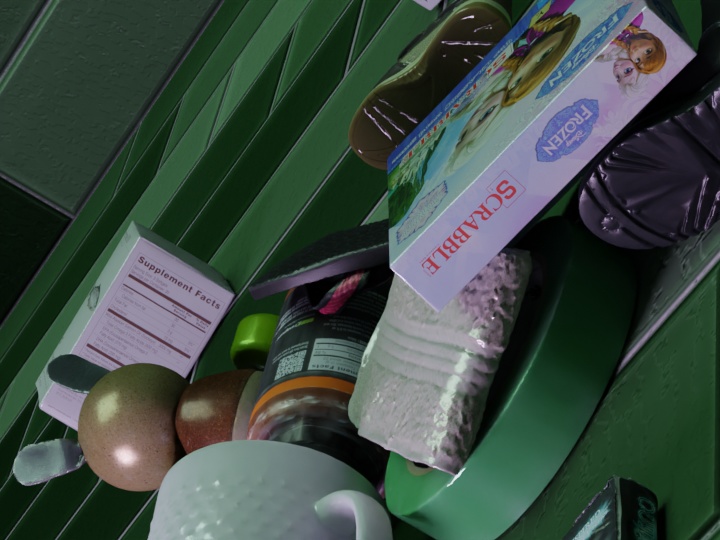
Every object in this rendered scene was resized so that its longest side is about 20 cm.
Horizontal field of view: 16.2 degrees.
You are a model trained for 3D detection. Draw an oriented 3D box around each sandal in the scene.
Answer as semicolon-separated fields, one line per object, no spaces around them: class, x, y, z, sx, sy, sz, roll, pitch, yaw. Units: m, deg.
sandal;0.000;0.000;1.658;0.199;0.045;0.075;-15;18;45

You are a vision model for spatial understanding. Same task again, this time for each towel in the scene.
towel;0.042;0.041;1.468;0.200;0.034;0.133;-166;94;-75

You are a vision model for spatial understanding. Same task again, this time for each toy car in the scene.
toy car;-0.145;0.124;1.824;0.158;0.199;0.165;78;-156;-54

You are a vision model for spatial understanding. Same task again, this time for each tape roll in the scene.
tape roll;0.086;0.066;1.482;0.201;0.048;0.201;-55;14;20

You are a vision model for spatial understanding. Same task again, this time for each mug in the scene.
mug;-0.048;0.202;1.486;0.200;0.147;0.176;-38;31;40

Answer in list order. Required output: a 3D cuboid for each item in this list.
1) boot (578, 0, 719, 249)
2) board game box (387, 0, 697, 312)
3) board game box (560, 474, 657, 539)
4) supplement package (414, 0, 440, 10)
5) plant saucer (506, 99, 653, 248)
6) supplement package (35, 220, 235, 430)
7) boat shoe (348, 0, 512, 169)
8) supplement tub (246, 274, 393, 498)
boot;0.201;-0.118;1.392;0.198;0.073;0.163;-43;21;32
board game box;0.096;-0.091;1.430;0.200;0.041;0.200;-46;14;14
board game box;0.078;0.208;1.225;0.200;0.028;0.136;-54;13;29
supplement package;0.051;-0.391;2.329;0.147;0.191;0.201;-36;27;59
plant saucer;0.126;-0.072;1.552;0.200;0.027;0.200;-46;0;0
supplement package;-0.228;0.070;2.551;0.201;0.117;0.117;-59;12;3
boat shoe;0.064;-0.157;2.049;0.201;0.072;0.066;-47;8;42
supplement tub;-0.018;0.091;1.694;0.107;0.107;0.200;-50;15;36
